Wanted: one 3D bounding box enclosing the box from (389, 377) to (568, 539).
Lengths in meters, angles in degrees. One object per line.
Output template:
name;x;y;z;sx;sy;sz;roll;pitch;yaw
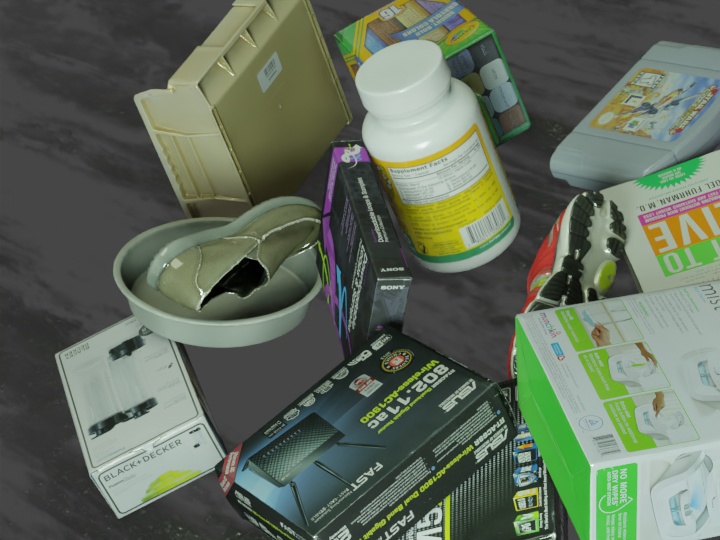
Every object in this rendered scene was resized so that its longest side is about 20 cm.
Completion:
box;0.069;0.179;1.638;0.192;0.048;0.200;-13;35;14

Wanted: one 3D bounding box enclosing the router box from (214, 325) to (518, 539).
router box;0.003;0.144;1.633;0.200;0.062;0.150;-39;36;-19

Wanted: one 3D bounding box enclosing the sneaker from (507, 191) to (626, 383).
sneaker;0.173;0.029;1.762;0.085;0.077;0.201;-40;22;60

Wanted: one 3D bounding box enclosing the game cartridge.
game cartridge;0.287;-0.145;1.938;0.133;0.042;0.200;11;49;47

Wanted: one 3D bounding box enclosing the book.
book;0.294;-0.027;1.775;0.133;0.048;0.200;-20;32;4

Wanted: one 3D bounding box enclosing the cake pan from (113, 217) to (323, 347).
cake pan;-0.133;0.012;1.932;0.199;0.037;0.200;3;30;-2

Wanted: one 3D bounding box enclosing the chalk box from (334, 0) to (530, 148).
chalk box;0.079;-0.180;2.036;0.123;0.125;0.200;-29;33;-6

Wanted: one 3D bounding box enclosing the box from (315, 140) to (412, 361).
box;0.000;0.000;1.816;0.036;0.143;0.200;-3;39;-15

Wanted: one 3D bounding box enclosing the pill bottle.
pill bottle;0.067;-0.106;1.877;0.112;0.200;0.113;-16;36;12

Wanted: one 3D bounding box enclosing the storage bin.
storage bin;-0.116;-0.169;2.080;0.093;0.199;0.200;7;45;33

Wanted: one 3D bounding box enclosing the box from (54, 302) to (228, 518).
box;-0.202;0.125;1.869;0.116;0.060;0.200;-27;34;-3

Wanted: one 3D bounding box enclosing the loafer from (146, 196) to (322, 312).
loafer;-0.104;-0.007;1.875;0.200;0.075;0.070;-24;62;-38

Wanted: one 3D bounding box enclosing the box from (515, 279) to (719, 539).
box;0.227;0.106;1.551;0.176;0.097;0.200;-10;33;-9
